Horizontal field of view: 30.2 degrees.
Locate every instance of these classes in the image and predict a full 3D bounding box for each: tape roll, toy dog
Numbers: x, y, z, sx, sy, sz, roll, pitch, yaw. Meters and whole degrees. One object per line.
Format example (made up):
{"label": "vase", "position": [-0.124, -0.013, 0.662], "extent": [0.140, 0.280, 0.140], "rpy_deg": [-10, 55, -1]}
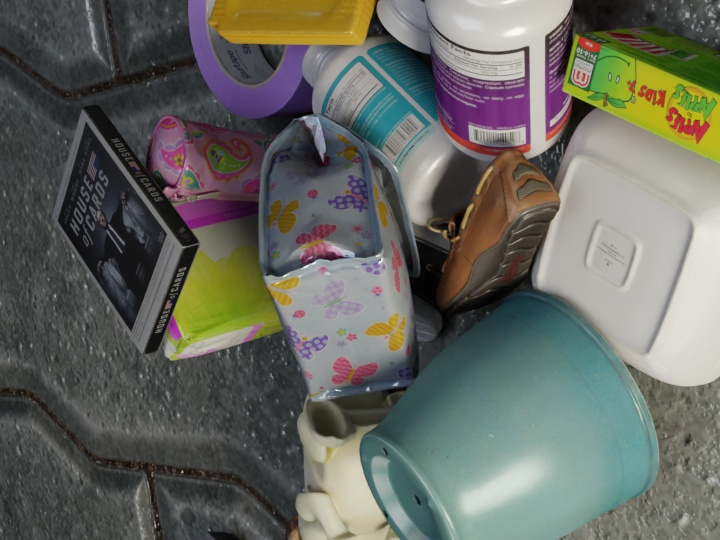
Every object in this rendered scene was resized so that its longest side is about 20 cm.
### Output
{"label": "tape roll", "position": [-0.093, -0.258, 1.365], "extent": [0.200, 0.065, 0.201], "rpy_deg": [17, 113, 45]}
{"label": "toy dog", "position": [-0.019, 0.216, 1.355], "extent": [0.194, 0.139, 0.201], "rpy_deg": [36, 126, 52]}

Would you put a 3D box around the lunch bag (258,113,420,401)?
{"label": "lunch bag", "position": [-0.015, -0.019, 1.158], "extent": [0.201, 0.126, 0.170], "rpy_deg": [-97, -7, -46]}

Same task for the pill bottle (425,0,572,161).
{"label": "pill bottle", "position": [0.110, -0.184, 1.049], "extent": [0.112, 0.112, 0.200], "rpy_deg": [46, 162, 30]}

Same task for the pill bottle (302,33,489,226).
{"label": "pill bottle", "position": [0.030, -0.141, 1.224], "extent": [0.200, 0.110, 0.111], "rpy_deg": [49, 132, 29]}

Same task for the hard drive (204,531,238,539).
{"label": "hard drive", "position": [-0.154, 0.426, 1.628], "extent": [0.135, 0.042, 0.201], "rpy_deg": [35, 124, 38]}

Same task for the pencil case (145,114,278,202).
{"label": "pencil case", "position": [-0.116, -0.101, 1.329], "extent": [0.087, 0.199, 0.088], "rpy_deg": [-6, 83, 52]}

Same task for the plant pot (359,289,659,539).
{"label": "plant pot", "position": [0.109, 0.149, 1.106], "extent": [0.200, 0.187, 0.201], "rpy_deg": [47, 155, 30]}

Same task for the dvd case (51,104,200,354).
{"label": "dvd case", "position": [-0.234, -0.040, 1.303], "extent": [0.200, 0.025, 0.151], "rpy_deg": [51, 134, 27]}

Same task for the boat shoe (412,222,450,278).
{"label": "boat shoe", "position": [0.053, -0.028, 1.267], "extent": [0.199, 0.070, 0.067], "rpy_deg": [23, 115, 34]}

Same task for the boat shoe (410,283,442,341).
{"label": "boat shoe", "position": [0.000, 0.000, 1.321], "extent": [0.199, 0.071, 0.072], "rpy_deg": [27, 150, 16]}

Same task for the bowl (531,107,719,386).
{"label": "bowl", "position": [0.223, -0.018, 1.071], "extent": [0.200, 0.074, 0.201], "rpy_deg": [36, 125, 35]}

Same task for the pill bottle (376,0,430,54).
{"label": "pill bottle", "position": [0.090, -0.281, 1.119], "extent": [0.113, 0.112, 0.200], "rpy_deg": [55, 134, 23]}

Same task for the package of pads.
{"label": "package of pads", "position": [-0.132, -0.002, 1.372], "extent": [0.068, 0.199, 0.155], "rpy_deg": [-39, 72, 53]}

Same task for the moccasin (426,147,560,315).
{"label": "moccasin", "position": [0.103, -0.028, 1.123], "extent": [0.202, 0.073, 0.078], "rpy_deg": [105, 143, -60]}

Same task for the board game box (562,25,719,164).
{"label": "board game box", "position": [0.259, -0.123, 0.981], "extent": [0.200, 0.101, 0.048], "rpy_deg": [33, 124, 38]}

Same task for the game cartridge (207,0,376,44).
{"label": "game cartridge", "position": [-0.045, -0.303, 1.231], "extent": [0.176, 0.032, 0.201], "rpy_deg": [7, 73, 35]}
